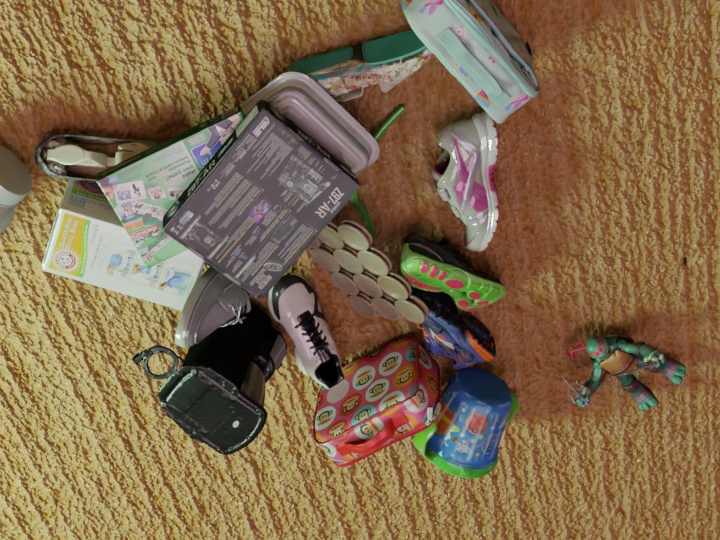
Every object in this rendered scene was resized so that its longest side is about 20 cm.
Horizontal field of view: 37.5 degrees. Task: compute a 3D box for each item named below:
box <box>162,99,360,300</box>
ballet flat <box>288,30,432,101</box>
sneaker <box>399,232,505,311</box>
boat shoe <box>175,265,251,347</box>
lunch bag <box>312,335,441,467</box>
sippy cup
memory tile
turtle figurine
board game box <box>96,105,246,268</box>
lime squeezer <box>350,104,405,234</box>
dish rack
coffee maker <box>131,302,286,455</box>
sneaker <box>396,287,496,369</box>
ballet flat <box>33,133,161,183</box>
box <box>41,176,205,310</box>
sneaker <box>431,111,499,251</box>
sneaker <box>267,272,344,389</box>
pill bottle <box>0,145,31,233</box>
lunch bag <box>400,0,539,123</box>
[{"bbox_3d":[-0.123,-0.085,1.315,0.160,0.044,0.200,36,104,-23],"label":"box"},{"bbox_3d":[0.005,-0.251,1.334,0.198,0.076,0.064,-9,135,14],"label":"ballet flat"},{"bbox_3d":[0.135,-0.002,1.505,0.076,0.084,0.199,-30,140,33],"label":"sneaker"},{"bbox_3d":[-0.180,0.035,1.433,0.071,0.201,0.070,20,134,11],"label":"boat shoe"},{"bbox_3d":[0.023,0.201,1.575,0.199,0.177,0.082,-29,118,20],"label":"lunch bag"},{"bbox_3d":[0.167,0.224,1.627,0.139,0.178,0.131,25,120,6],"label":"sippy cup"},{"bbox_3d":[0.000,0.000,1.481,0.153,0.017,0.200,3,139,48],"label":"memory tile"},{"bbox_3d":[0.398,0.145,1.609,0.199,0.101,0.149,23,137,-35],"label":"turtle figurine"},{"bbox_3d":[-0.210,-0.103,1.331,0.199,0.029,0.135,-25,118,2],"label":"board game box"},{"bbox_3d":[0.008,-0.131,1.432,0.070,0.038,0.201,8,123,-9],"label":"lime squeezer"},{"bbox_3d":[-0.093,-0.152,1.371,0.199,0.044,0.171,-26,125,39],"label":"dish rack"},{"bbox_3d":[-0.199,0.124,1.493,0.134,0.200,0.193,-22,114,17],"label":"coffee maker"},{"bbox_3d":[0.115,0.086,1.568,0.078,0.076,0.200,-37,117,24],"label":"sneaker"},{"bbox_3d":[-0.328,-0.141,1.378,0.198,0.072,0.073,4,124,-5],"label":"ballet flat"},{"bbox_3d":[-0.313,-0.041,1.429,0.198,0.113,0.102,17,120,-16],"label":"box"},{"bbox_3d":[0.139,-0.118,1.429,0.087,0.082,0.202,-4,117,1],"label":"sneaker"},{"bbox_3d":[-0.071,0.089,1.543,0.073,0.080,0.201,-34,127,-14],"label":"sneaker"},{"bbox_3d":[-0.529,-0.075,1.394,0.199,0.112,0.111,-36,119,19],"label":"pill bottle"},{"bbox_3d":[0.134,-0.278,1.263,0.077,0.161,0.200,-38,118,22],"label":"lunch bag"}]
